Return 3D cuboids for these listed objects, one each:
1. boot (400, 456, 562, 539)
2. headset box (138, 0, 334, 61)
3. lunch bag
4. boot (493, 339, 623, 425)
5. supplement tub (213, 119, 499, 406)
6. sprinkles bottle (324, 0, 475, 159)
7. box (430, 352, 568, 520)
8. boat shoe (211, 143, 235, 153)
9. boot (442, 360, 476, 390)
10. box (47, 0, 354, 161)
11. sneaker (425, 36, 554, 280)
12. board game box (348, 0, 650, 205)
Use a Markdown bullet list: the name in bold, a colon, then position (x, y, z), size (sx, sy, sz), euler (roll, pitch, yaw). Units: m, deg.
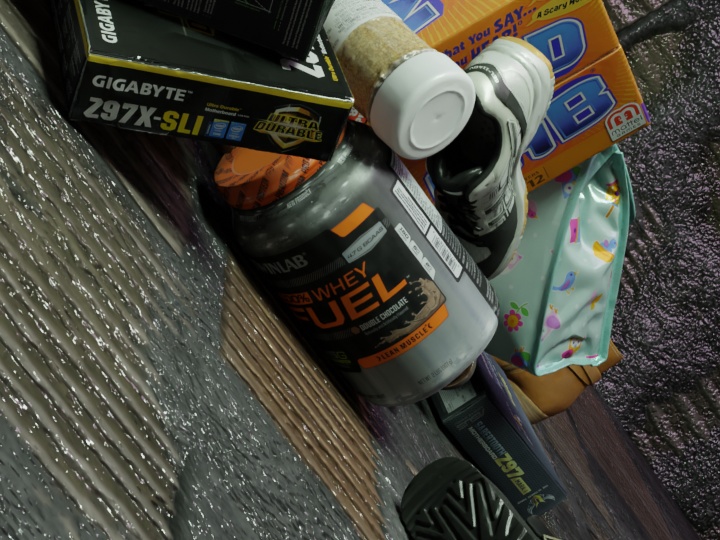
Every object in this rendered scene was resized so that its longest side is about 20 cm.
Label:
- **boot**: position (0.117, 0.222, 1.062), size (0.158, 0.079, 0.211), euler (48, 11, -44)
- **headset box**: position (-0.097, -0.229, 1.001), size (0.200, 0.093, 0.174), euler (20, 32, 0)
- **lunch bag**: position (0.136, -0.033, 1.418), size (0.122, 0.200, 0.170), euler (-5, 19, -44)
- **boot**: position (0.159, 0.055, 1.710), size (0.200, 0.155, 0.077), euler (57, 8, 6)
- **supplement tub**: position (-0.004, -0.015, 1.136), size (0.200, 0.122, 0.123), euler (52, 9, -24)
- **sprinkles bottle**: position (-0.009, -0.157, 1.119), size (0.200, 0.068, 0.068), euler (46, 2, 33)
- **box**: position (0.105, 0.114, 1.528), size (0.158, 0.051, 0.200), euler (52, 9, -34)
- **boat shoe**: position (-0.118, -0.158, 1.132), size (0.200, 0.068, 0.072), euler (46, -11, 35)
- **boot**: position (0.002, -0.001, 1.333), size (0.186, 0.064, 0.200), euler (49, 2, 30)
- **box**: position (-0.103, -0.148, 1.009), size (0.159, 0.049, 0.200), euler (10, 34, -23)
- **sneaker**: position (0.073, -0.066, 1.174), size (0.076, 0.088, 0.200), euler (26, -49, 25)
- **board game box**: position (0.071, -0.184, 1.282), size (0.200, 0.200, 0.200), euler (54, 9, -52)
